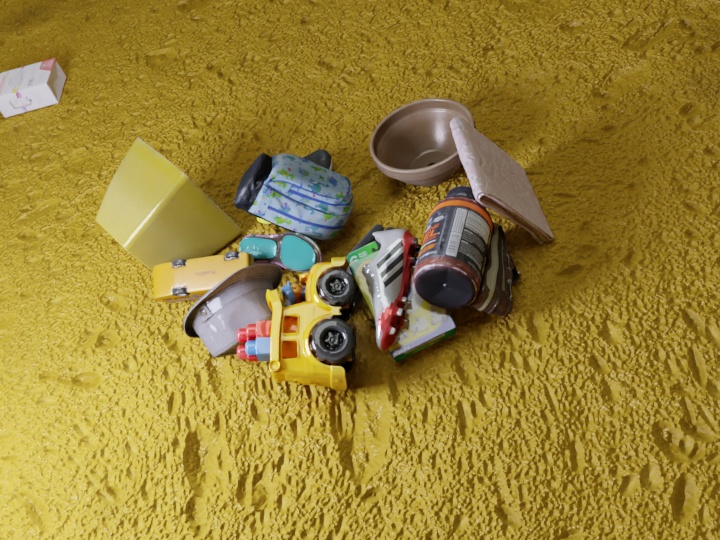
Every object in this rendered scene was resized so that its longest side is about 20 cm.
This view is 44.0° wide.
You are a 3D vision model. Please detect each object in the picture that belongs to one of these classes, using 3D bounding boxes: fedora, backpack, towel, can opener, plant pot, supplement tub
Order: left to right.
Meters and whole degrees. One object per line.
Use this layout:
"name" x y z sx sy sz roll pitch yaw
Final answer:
"plant pot" -0.386 -0.102 1.723 0.177 0.200 0.200 -49 49 -6
"fedora" -0.201 0.082 1.505 0.200 0.177 0.091 -38 71 21
"backpack" -0.112 -0.134 1.628 0.154 0.200 0.163 -48 15 19
"can opener" 0.000 0.000 1.566 0.053 0.067 0.200 13 43 31
"plant pot" 0.125 -0.224 1.675 0.200 0.093 0.202 -12 46 13
"supplement tub" 0.151 -0.043 1.418 0.106 0.107 0.201 -1 45 21
"towel" 0.235 -0.151 1.510 0.032 0.191 0.201 -40 40 26

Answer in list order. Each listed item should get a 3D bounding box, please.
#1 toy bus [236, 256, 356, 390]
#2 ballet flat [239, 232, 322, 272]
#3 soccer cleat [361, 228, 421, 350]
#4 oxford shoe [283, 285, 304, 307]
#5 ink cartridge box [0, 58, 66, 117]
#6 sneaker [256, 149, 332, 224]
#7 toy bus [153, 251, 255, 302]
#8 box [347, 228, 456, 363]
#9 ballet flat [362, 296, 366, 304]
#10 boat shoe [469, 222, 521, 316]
"toy bus" -0.100 0.084 1.408 0.191 0.136 0.201 1 72 1
"ballet flat" -0.133 -0.035 1.628 0.199 0.071 0.070 6 92 37
"soccer cleat" 0.038 0.027 1.400 0.085 0.069 0.201 7 72 17
"oxford shoe" -0.091 0.063 1.523 0.070 0.074 0.201 -2 49 23
"ink cartridge box" -0.881 -0.472 2.328 0.199 0.068 0.117 -12 47 11
"sneaker" -0.133 -0.177 1.746 0.074 0.085 0.200 28 65 37
"toy bus" -0.283 0.014 1.636 0.199 0.078 0.066 -8 75 16
"box" 0.063 0.034 1.449 0.117 0.048 0.201 -26 70 -1
"ballet flat" 0.088 -0.001 1.517 0.199 0.072 0.072 -26 46 -4
"boat shoe" 0.224 0.003 1.463 0.074 0.075 0.203 24 43 -7
